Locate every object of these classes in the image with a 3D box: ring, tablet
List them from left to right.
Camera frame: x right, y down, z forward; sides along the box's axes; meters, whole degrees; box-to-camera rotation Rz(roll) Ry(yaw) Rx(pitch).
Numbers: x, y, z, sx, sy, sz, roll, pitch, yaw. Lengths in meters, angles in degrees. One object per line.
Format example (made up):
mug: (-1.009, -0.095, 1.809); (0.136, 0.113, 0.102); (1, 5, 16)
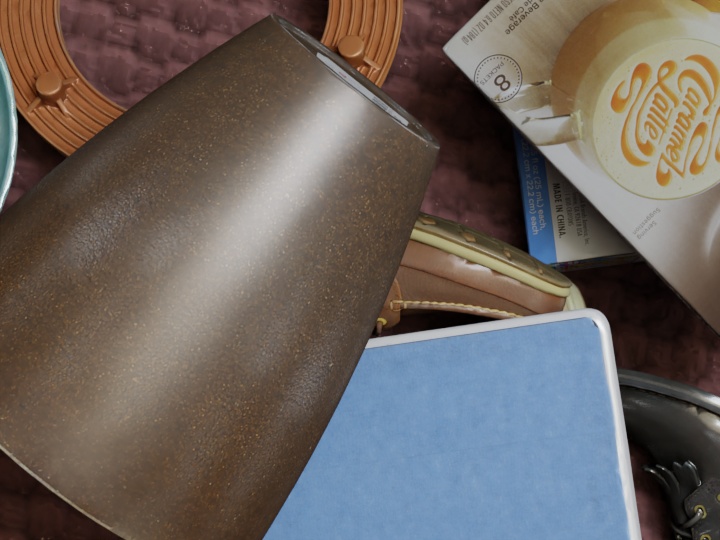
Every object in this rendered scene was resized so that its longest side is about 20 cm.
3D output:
ring: (-0.080, -0.131, 1.124); (0.200, 0.019, 0.201); (-1, 67, 1)
tablet: (0.026, 0.094, 1.101); (0.200, 0.014, 0.130); (-9, 89, 14)

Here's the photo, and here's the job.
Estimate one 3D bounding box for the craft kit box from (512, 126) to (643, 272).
craft kit box: (0.170, -0.109, 1.172); (0.197, 0.049, 0.200); (-7, 83, 11)

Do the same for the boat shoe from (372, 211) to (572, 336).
boat shoe: (0.000, 0.000, 1.125); (0.200, 0.072, 0.068); (15, 96, 6)

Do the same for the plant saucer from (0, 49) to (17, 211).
plant saucer: (-0.261, -0.065, 1.091); (0.200, 0.036, 0.200); (3, 80, -15)

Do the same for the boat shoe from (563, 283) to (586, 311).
boat shoe: (0.063, 0.097, 1.136); (0.065, 0.072, 0.200); (14, 83, -14)

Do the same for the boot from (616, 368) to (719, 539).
boot: (0.161, 0.160, 1.156); (0.200, 0.069, 0.174); (34, 82, 0)

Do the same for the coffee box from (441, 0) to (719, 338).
coffee box: (0.150, -0.068, 1.109); (0.114, 0.080, 0.200); (-45, 79, 5)

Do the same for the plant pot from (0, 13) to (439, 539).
plant pot: (-0.062, -0.004, 1.022); (0.187, 0.187, 0.200); (38, 98, -6)
